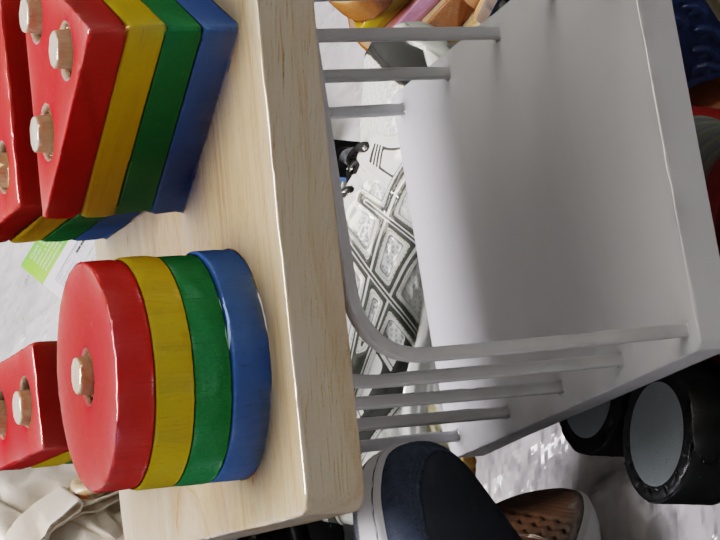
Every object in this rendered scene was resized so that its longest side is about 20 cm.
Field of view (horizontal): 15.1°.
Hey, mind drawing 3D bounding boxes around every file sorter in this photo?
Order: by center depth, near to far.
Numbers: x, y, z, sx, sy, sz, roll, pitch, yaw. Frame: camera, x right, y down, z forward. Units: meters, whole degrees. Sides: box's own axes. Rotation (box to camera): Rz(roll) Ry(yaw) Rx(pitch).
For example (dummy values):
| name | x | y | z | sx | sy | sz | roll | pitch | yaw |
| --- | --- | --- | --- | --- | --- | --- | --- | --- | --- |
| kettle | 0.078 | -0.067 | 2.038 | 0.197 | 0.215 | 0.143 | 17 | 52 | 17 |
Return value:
| name | x | y | z | sx | sy | sz | roll | pitch | yaw |
| --- | --- | --- | --- | --- | --- | --- | --- | --- | --- |
| file sorter | 0.013 | -0.018 | 0.902 | 0.200 | 0.124 | 0.140 | 146 | 117 | -66 |

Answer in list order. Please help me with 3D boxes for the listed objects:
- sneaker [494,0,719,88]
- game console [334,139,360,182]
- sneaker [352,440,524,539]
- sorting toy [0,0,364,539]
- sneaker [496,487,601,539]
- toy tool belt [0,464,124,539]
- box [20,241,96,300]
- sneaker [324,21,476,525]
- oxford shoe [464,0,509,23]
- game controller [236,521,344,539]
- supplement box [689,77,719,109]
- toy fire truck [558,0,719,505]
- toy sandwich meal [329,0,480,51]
| name | x | y | z | sx | sy | sz | roll | pitch | yaw |
| --- | --- | --- | --- | --- | --- | --- | --- | --- | --- |
| sneaker | 0.113 | -0.107 | 1.010 | 0.200 | 0.070 | 0.078 | -29 | 47 | 42 |
| game console | 0.032 | -0.046 | 1.174 | 0.200 | 0.175 | 0.117 | -113 | 32 | -57 |
| sneaker | 0.091 | 0.121 | 0.885 | 0.146 | 0.077 | 0.203 | -38 | 73 | 34 |
| sorting toy | -0.074 | -0.014 | 0.859 | 0.199 | 0.069 | 0.201 | 155 | 110 | -68 |
| sneaker | 0.043 | 0.165 | 0.998 | 0.072 | 0.085 | 0.200 | -4 | 33 | 32 |
| toy tool belt | -0.094 | 0.172 | 1.134 | 0.122 | 0.201 | 0.125 | 3 | 17 | 29 |
| box | -0.103 | -0.031 | 1.449 | 0.145 | 0.036 | 0.200 | -58 | 30 | 0 |
| sneaker | 0.000 | 0.000 | 1.051 | 0.076 | 0.087 | 0.201 | 115 | 156 | -78 |
| oxford shoe | 0.071 | -0.199 | 1.182 | 0.071 | 0.071 | 0.201 | -46 | -21 | -51 |
| game controller | -0.064 | 0.061 | 1.187 | 0.201 | 0.042 | 0.104 | 65 | 148 | 25 |
| supplement box | 0.166 | -0.123 | 1.085 | 0.066 | 0.069 | 0.201 | -23 | 45 | 44 |
| toy fire truck | 0.115 | -0.034 | 0.936 | 0.176 | 0.128 | 0.201 | -146 | 64 | -62 |
| toy sandwich meal | 0.055 | -0.194 | 1.313 | 0.205 | 0.070 | 0.206 | -42 | 32 | 33 |
